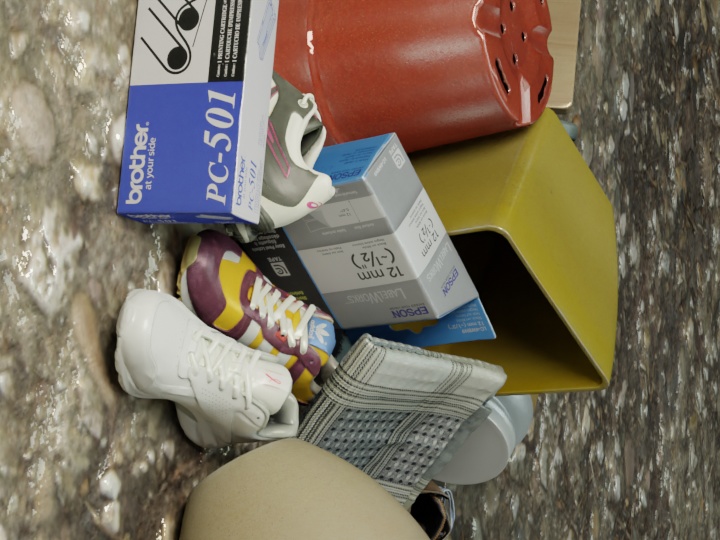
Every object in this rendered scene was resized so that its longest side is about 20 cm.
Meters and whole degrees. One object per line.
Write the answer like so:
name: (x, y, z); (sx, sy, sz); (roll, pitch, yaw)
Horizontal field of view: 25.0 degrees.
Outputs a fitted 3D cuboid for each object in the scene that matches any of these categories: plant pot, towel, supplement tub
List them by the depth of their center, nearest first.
plant pot: (-0.057, 0.204, 1.187); (0.135, 0.200, 0.200); (60, 19, 16)
towel: (0.017, 0.141, 1.312); (0.199, 0.035, 0.193); (14, 118, -49)
plant pot: (0.043, -0.181, 1.325); (0.200, 0.194, 0.203); (13, 75, -60)
plant pot: (0.111, -0.024, 1.385); (0.200, 0.199, 0.177); (52, 48, -33)
supplement tub: (0.106, 0.089, 1.557); (0.201, 0.143, 0.145); (-68, 148, -43)

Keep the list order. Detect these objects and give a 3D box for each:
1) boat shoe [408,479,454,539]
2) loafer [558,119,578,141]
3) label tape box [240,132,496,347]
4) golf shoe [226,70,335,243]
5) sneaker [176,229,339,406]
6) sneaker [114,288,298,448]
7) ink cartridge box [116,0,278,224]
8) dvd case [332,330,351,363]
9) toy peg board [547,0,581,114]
boat shoe: (0.050, 0.232, 1.528); (0.200, 0.072, 0.073); (-31, 119, -62)
loafer: (0.097, -0.113, 1.472); (0.072, 0.198, 0.064); (-1, 97, -68)
label tape box: (0.000, 0.000, 1.270); (0.201, 0.142, 0.066); (62, 40, -25)
golf shoe: (-0.068, -0.114, 1.201); (0.077, 0.087, 0.202); (60, 19, -57)
sneaker: (-0.067, 0.036, 1.236); (0.200, 0.089, 0.075); (58, 40, -51)
sneaker: (-0.100, 0.068, 1.150); (0.200, 0.098, 0.079); (47, 49, -57)
ink cartridge box: (-0.111, -0.134, 1.128); (0.044, 0.093, 0.202); (21, 71, -64)
dvd case: (-0.027, -0.005, 1.409); (0.147, 0.022, 0.201); (68, 31, -41)
toy peg board: (0.105, -0.237, 1.516); (0.098, 0.198, 0.201); (68, 28, -75)
